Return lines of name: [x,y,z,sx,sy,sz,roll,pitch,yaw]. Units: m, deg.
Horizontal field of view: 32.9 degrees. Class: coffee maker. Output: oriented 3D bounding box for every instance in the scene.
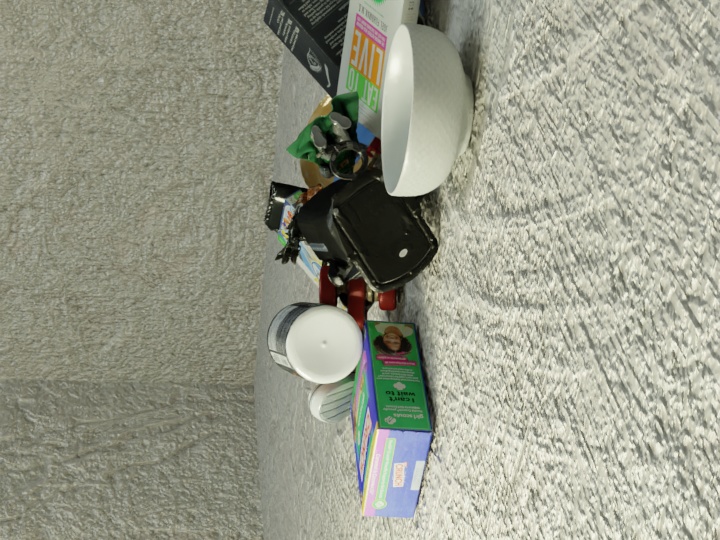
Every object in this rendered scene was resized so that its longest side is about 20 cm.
coffee maker: [-0.001,-0.075,1.588,0.200,0.135,0.192,-166,65,-74]

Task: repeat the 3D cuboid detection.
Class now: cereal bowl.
cereal bowl: [0.079,-0.183,1.411,0.200,0.083,0.200,-178,90,-80]

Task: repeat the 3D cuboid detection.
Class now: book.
book: [0.026,-0.287,1.600,0.134,0.048,0.200,50,141,48]

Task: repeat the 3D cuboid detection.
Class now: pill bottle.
pill bottle: [-0.070,0.097,1.690,0.200,0.106,0.106,-179,91,-76]

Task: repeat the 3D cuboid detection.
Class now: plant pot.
plant pot: [-0.023,-0.213,1.971,0.200,0.027,0.200,-22,59,42]

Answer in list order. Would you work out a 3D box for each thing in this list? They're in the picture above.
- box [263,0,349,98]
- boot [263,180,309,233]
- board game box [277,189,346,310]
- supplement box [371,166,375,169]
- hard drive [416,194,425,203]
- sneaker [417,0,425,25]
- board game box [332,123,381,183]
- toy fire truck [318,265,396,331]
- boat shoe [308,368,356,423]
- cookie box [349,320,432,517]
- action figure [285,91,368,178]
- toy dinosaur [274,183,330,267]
box: [-0.038,-0.348,1.802,0.200,0.104,0.148,48,171,-4]
boot: [-0.080,-0.126,2.127,0.198,0.162,0.073,106,176,-54]
board game box: [-0.062,-0.025,2.066,0.200,0.034,0.135,49,154,18]
supplement box: [-0.006,-0.069,1.975,0.067,0.069,0.200,108,160,-62]
hard drive: [0.069,-0.166,1.622,0.200,0.038,0.140,121,150,-70]
sneaker: [0.062,-0.358,1.665,0.077,0.076,0.200,-50,-32,-60]
board game box: [0.026,-0.204,1.809,0.158,0.039,0.200,-47,17,42]
toy fire truck: [0.000,0.000,1.818,0.168,0.112,0.200,74,-164,-76]
boat shoe: [-0.032,0.169,1.750,0.200,0.067,0.074,0,-64,-64]
cookie box: [0.037,0.194,1.604,0.200,0.075,0.171,-98,13,-50]
action figure: [-0.032,-0.162,1.645,0.055,0.118,0.200,54,178,13]
toy dinosaur: [-0.079,-0.079,1.903,0.200,0.102,0.136,58,-146,-63]
